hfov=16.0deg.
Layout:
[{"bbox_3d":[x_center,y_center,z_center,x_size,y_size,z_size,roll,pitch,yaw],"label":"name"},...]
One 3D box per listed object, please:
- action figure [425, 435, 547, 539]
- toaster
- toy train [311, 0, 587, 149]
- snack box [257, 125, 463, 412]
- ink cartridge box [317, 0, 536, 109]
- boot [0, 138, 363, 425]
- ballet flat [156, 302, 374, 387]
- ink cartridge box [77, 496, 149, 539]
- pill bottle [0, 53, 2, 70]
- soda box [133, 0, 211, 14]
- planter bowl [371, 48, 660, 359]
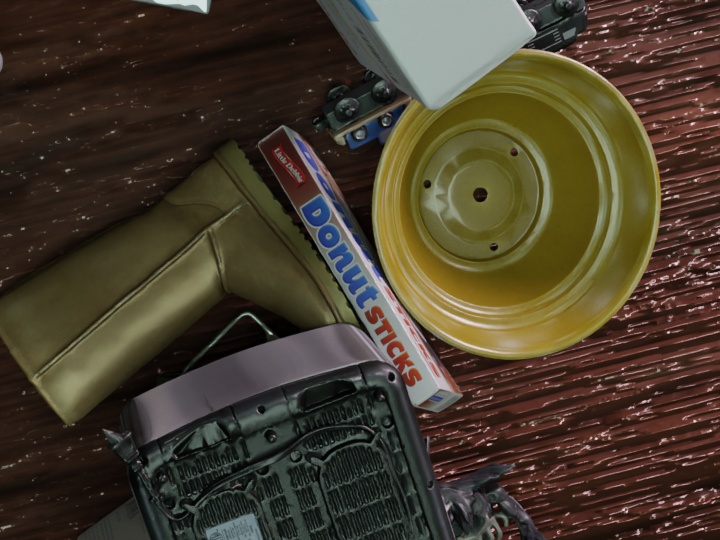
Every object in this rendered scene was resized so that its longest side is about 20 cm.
[{"bbox_3d":[0.087,0.211,1.748,0.119,0.102,0.200,-33,109,11],"label":"action figure"},{"bbox_3d":[-0.048,0.139,1.574,0.180,0.119,0.201,-21,108,-6],"label":"toaster"},{"bbox_3d":[0.061,-0.132,1.695,0.199,0.034,0.046,-26,119,-4],"label":"toy train"},{"bbox_3d":[0.000,0.000,1.648,0.024,0.072,0.201,-33,77,9],"label":"snack box"},{"bbox_3d":[0.015,-0.192,1.586,0.084,0.200,0.145,-36,107,-4],"label":"ink cartridge box"},{"bbox_3d":[-0.117,0.034,1.663,0.200,0.066,0.175,-37,68,-1],"label":"boot"},{"bbox_3d":[-0.048,0.047,1.705,0.199,0.071,0.071,-30,107,-2],"label":"ballet flat"},{"bbox_3d":[-0.086,0.162,1.695,0.200,0.117,0.068,-36,107,0],"label":"ink cartridge box"},{"bbox_3d":[-0.325,-0.094,1.594,0.112,0.112,0.200,42,94,-16],"label":"pill bottle"},{"bbox_3d":[-0.188,-0.215,1.613,0.199,0.064,0.069,10,101,-11],"label":"soda box"},{"bbox_3d":[0.091,-0.047,1.687,0.199,0.083,0.202,-2,97,-17],"label":"planter bowl"}]
